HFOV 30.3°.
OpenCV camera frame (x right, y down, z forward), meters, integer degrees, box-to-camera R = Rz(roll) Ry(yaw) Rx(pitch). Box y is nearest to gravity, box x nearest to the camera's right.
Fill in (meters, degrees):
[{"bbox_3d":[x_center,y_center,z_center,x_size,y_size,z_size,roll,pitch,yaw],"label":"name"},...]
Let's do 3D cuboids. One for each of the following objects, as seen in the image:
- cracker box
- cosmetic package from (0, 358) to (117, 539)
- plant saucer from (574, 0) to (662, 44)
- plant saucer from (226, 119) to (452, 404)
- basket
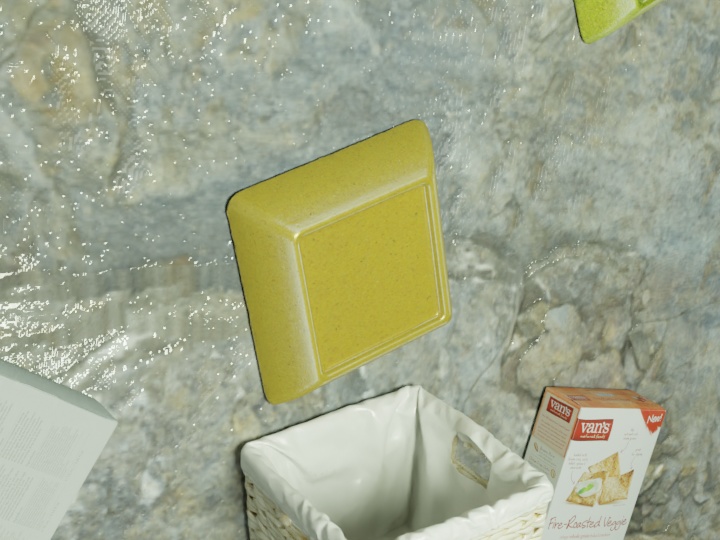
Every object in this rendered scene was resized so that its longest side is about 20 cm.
[{"bbox_3d":[0.225,0.222,1.366,0.133,0.058,0.201,5,105,-38],"label":"cracker box"},{"bbox_3d":[-0.291,0.162,0.960,0.150,0.052,0.201,31,89,-43],"label":"cosmetic package"},{"bbox_3d":[0.266,-0.325,1.173,0.199,0.048,0.201,-33,126,-22],"label":"plant saucer"},{"bbox_3d":[0.000,0.000,1.112,0.199,0.048,0.201,-25,121,-27],"label":"plant saucer"},{"bbox_3d":[0.025,0.227,1.129,0.199,0.198,0.162,-14,119,-32],"label":"basket"}]
